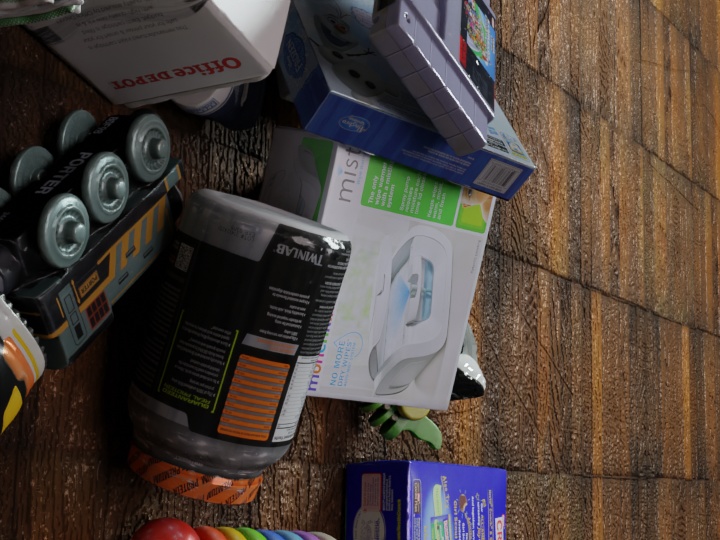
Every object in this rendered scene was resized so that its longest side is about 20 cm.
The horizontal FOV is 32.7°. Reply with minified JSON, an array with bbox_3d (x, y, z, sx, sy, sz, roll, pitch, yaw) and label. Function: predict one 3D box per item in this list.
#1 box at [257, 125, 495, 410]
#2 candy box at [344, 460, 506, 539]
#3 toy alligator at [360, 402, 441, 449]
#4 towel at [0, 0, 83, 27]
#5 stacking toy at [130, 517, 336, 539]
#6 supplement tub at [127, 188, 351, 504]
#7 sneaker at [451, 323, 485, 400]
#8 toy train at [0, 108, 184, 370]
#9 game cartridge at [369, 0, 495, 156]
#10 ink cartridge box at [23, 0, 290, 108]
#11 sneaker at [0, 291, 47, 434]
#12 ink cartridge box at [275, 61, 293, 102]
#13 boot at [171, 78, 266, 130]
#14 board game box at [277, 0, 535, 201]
[{"bbox_3d":[0.000,0.000,0.998,0.176,0.097,0.201,12,92,-40],"label":"box"},{"bbox_3d":[0.066,0.269,1.166,0.200,0.077,0.170,19,69,-55],"label":"candy box"},{"bbox_3d":[0.009,0.087,1.126,0.054,0.059,0.201,-31,96,-20],"label":"toy alligator"},{"bbox_3d":[-0.231,-0.233,0.685,0.031,0.149,0.201,-7,91,-73],"label":"towel"},{"bbox_3d":[-0.095,0.227,0.922,0.200,0.085,0.086,25,65,-47],"label":"stacking toy"},{"bbox_3d":[-0.090,0.053,0.864,0.122,0.122,0.201,11,99,-57],"label":"supplement tub"},{"bbox_3d":[0.071,0.063,1.204,0.200,0.074,0.080,58,26,-59],"label":"sneaker"},{"bbox_3d":[-0.183,-0.027,0.810,0.200,0.085,0.114,-56,145,-49],"label":"toy train"},{"bbox_3d":[0.060,-0.194,0.929,0.130,0.038,0.201,44,35,-32],"label":"game cartridge"},{"bbox_3d":[-0.159,-0.204,0.801,0.200,0.146,0.083,43,49,-48],"label":"ink cartridge box"},{"bbox_3d":[-0.256,0.028,0.685,0.200,0.070,0.090,58,39,-39],"label":"sneaker"},{"bbox_3d":[-0.011,-0.232,1.110,0.160,0.050,0.201,9,59,-38],"label":"ink cartridge box"},{"bbox_3d":[-0.114,-0.212,0.962,0.090,0.072,0.201,22,69,-70],"label":"boot"},{"bbox_3d":[0.023,-0.157,0.986,0.199,0.043,0.199,16,36,-32],"label":"board game box"}]
